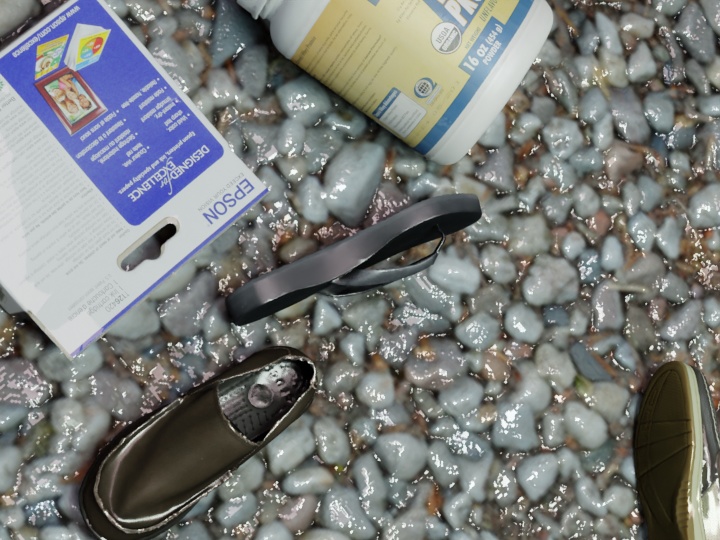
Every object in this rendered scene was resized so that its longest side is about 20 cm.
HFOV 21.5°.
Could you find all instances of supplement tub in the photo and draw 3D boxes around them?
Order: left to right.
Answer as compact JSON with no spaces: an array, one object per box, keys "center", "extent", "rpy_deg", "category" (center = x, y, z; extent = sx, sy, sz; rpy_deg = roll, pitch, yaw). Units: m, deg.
[{"center":[0.024,-0.187,1.378],"extent":[0.199,0.145,0.145],"rpy_deg":[35,67,-6],"category":"supplement tub"}]

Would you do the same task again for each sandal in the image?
[{"center":[0.000,0.000,1.357],"extent":[0.199,0.076,0.043],"rpy_deg":[-25,80,-12],"category":"sandal"}]

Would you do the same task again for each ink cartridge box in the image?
[{"center":[-0.200,-0.067,1.327],"extent":[0.197,0.047,0.200],"rpy_deg":[-41,91,-25],"category":"ink cartridge box"}]

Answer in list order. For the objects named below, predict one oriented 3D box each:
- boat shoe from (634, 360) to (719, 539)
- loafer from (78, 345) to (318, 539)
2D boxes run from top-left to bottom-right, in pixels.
[{"center":[0.247,0.168,1.390],"extent":[0.064,0.073,0.202],"rpy_deg":[7,75,-27],"category":"boat shoe"},{"center":[-0.107,0.109,1.287],"extent":[0.200,0.071,0.073],"rpy_deg":[-40,88,-24],"category":"loafer"}]
